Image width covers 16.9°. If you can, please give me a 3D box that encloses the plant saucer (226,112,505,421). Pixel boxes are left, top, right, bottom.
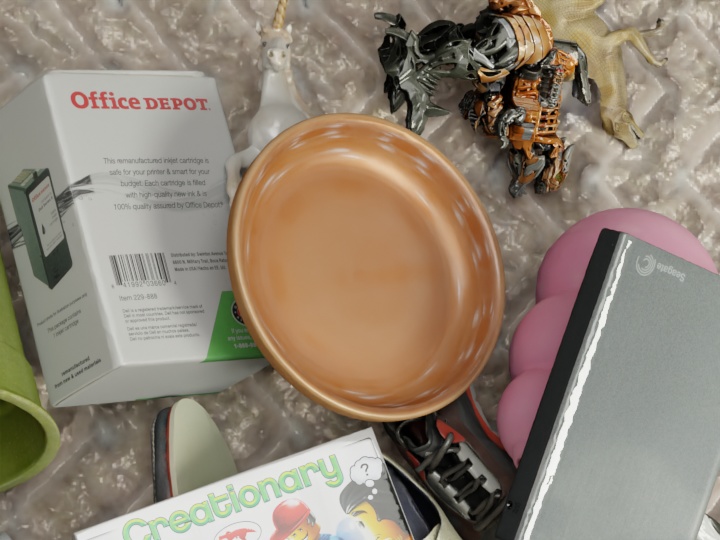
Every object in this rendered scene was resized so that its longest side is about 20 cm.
[{"bbox_3d":[0.000,0.000,1.533,0.200,0.037,0.201,11,68,-29],"label":"plant saucer"}]

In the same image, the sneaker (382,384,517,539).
[{"bbox_3d":[0.062,0.129,1.568,0.077,0.082,0.200,-45,72,21],"label":"sneaker"}]

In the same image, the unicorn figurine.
[{"bbox_3d":[-0.035,-0.075,1.610,0.074,0.200,0.138,-20,33,25],"label":"unicorn figurine"}]

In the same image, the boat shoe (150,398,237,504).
[{"bbox_3d":[-0.111,0.184,1.561,0.062,0.071,0.201,-20,74,33],"label":"boat shoe"}]

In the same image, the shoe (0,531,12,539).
[{"bbox_3d":[-0.198,0.266,1.529,0.091,0.072,0.200,-41,76,-12],"label":"shoe"}]

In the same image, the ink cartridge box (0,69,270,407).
[{"bbox_3d":[-0.145,-0.022,1.573,0.146,0.084,0.201,-2,70,-43],"label":"ink cartridge box"}]

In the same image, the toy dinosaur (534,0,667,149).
[{"bbox_3d":[0.146,-0.180,1.685,0.101,0.058,0.200,-40,81,-12],"label":"toy dinosaur"}]

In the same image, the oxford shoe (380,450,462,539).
[{"bbox_3d":[0.045,0.199,1.563,0.071,0.074,0.200,-38,81,-14],"label":"oxford shoe"}]

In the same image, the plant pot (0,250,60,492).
[{"bbox_3d":[-0.294,0.028,1.539,0.199,0.200,0.191,-3,62,-6],"label":"plant pot"}]

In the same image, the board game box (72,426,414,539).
[{"bbox_3d":[-0.064,0.190,1.501,0.199,0.035,0.127,-19,78,-12],"label":"board game box"}]

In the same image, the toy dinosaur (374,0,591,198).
[{"bbox_3d":[0.084,-0.146,1.642,0.135,0.102,0.201,-14,87,-4],"label":"toy dinosaur"}]

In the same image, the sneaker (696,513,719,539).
[{"bbox_3d":[0.210,0.199,1.578,0.200,0.080,0.087,28,85,9],"label":"sneaker"}]

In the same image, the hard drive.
[{"bbox_3d":[0.171,0.089,1.500,0.139,0.033,0.201,22,85,-34],"label":"hard drive"}]

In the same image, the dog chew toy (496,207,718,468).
[{"bbox_3d":[0.154,0.054,1.571,0.124,0.125,0.200,31,57,4],"label":"dog chew toy"}]
